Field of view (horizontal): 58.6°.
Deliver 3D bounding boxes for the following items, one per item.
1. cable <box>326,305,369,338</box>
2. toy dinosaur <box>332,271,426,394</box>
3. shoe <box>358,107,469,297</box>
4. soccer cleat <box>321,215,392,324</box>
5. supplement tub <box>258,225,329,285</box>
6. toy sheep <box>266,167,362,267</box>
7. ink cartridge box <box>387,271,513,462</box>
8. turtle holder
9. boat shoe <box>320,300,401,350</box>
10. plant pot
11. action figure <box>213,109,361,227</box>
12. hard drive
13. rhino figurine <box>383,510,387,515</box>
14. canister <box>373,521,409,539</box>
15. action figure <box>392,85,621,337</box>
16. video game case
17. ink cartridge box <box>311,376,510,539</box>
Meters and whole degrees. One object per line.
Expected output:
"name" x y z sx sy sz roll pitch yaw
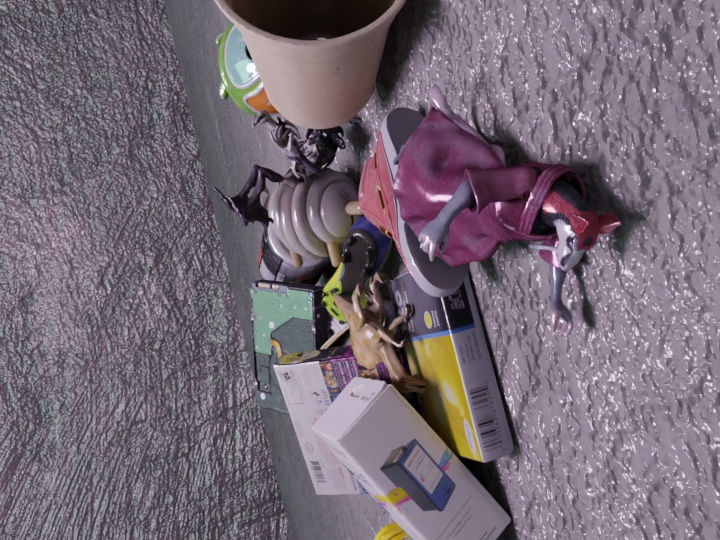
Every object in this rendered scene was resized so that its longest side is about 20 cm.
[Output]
"cable" -0.001 0.145 0.969 0.200 0.067 0.206 -141 42 -64
"toy dinosaur" 0.005 0.058 0.736 0.200 0.057 0.103 46 132 41
"shoe" 0.049 -0.054 0.639 0.091 0.069 0.205 123 140 -56
"soccer cleat" 0.001 0.000 0.842 0.064 0.084 0.202 36 143 10
"supplement tub" -0.112 -0.032 1.095 0.200 0.119 0.126 126 127 -68
"toy sheep" -0.058 -0.077 0.895 0.196 0.136 0.142 -3 102 42
"ink cartridge box" 0.083 0.098 0.715 0.200 0.046 0.203 149 106 -70
"turtle holder" -0.128 -0.328 0.953 0.130 0.139 0.190 5 69 56
"boat shoe" -0.021 0.114 0.850 0.200 0.062 0.074 -43 65 27
"plant pot" -0.047 -0.253 0.661 0.184 0.195 0.205 94 157 -69
"action figure" -0.093 -0.149 0.811 0.103 0.200 0.118 50 170 -30
"hard drive" -0.110 0.121 0.998 0.137 0.037 0.207 4 101 36
"rhino figurine" 0.011 0.315 1.021 0.201 0.059 0.088 51 165 6
"canister" 0.096 0.460 0.873 0.199 0.084 0.153 -151 50 -65
"action figure" 0.114 -0.050 0.480 0.198 0.133 0.152 13 74 57
"video game case" -0.003 0.194 0.824 0.036 0.176 0.205 -50 -54 -62
"ink cartridge box" 0.048 0.222 0.712 0.201 0.087 0.145 50 163 -5
